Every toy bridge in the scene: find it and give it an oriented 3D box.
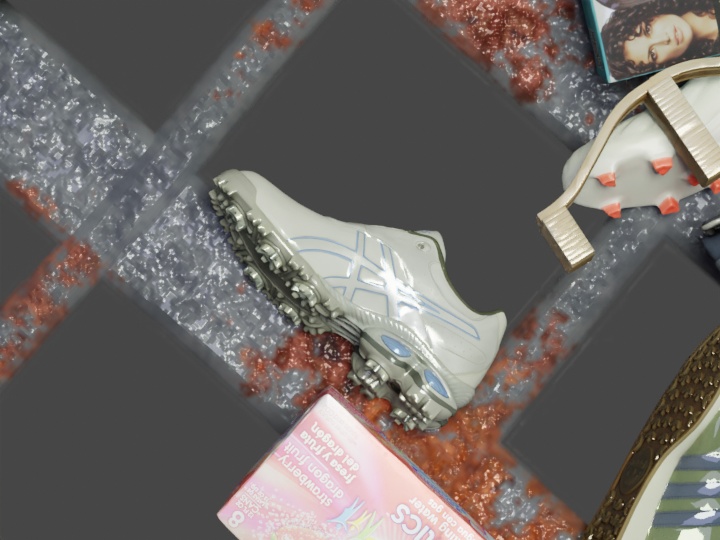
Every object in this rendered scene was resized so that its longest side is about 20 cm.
[{"bbox_3d":[0.183,-0.080,0.811,0.199,0.027,0.067,-33,79,0],"label":"toy bridge"}]

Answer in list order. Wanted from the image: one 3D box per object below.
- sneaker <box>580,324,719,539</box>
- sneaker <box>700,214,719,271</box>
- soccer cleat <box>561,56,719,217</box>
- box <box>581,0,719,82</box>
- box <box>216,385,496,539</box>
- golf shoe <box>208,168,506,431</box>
[{"bbox_3d":[0.206,0.132,0.852,0.090,0.067,0.201,33,86,-10],"label":"sneaker"},{"bbox_3d":[0.262,-0.047,0.794,0.146,0.202,0.077,-28,62,2],"label":"sneaker"},{"bbox_3d":[0.212,-0.092,0.863,0.199,0.069,0.078,-19,59,5],"label":"soccer cleat"},{"bbox_3d":[0.227,-0.174,0.823,0.199,0.049,0.083,-15,104,6],"label":"box"},{"bbox_3d":[0.023,0.169,0.826,0.200,0.103,0.095,43,88,1],"label":"box"},{"bbox_3d":[0.000,0.000,0.859,0.200,0.078,0.097,45,71,-4],"label":"golf shoe"}]
